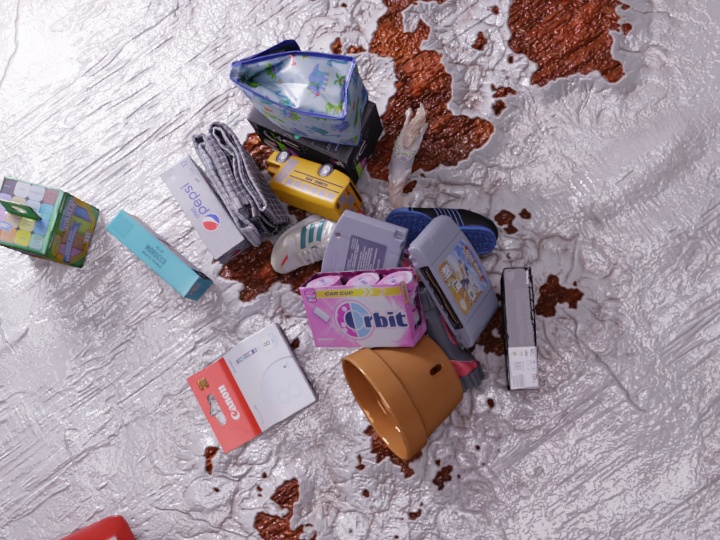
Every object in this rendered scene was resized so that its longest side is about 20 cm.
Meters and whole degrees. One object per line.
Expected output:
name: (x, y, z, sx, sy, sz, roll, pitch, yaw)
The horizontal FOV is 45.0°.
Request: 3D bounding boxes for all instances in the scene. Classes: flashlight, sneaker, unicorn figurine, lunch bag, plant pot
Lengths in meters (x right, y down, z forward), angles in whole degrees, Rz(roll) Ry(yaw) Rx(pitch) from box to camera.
flashlight: (0.148, 0.110, 1.487, 0.068, 0.068, 0.201, -22, 103, 5)
sneaker: (0.145, -0.078, 1.542, 0.199, 0.078, 0.070, 13, 117, 4)
unicorn figurine: (0.080, -0.193, 1.550, 0.074, 0.200, 0.138, 6, 55, 13)
lunch bag: (-0.098, -0.285, 1.403, 0.199, 0.170, 0.128, 8, 83, 10)
sneaker: (-0.072, -0.048, 1.545, 0.199, 0.070, 0.094, -35, 45, 6)
plant pot: (0.079, 0.198, 1.466, 0.140, 0.200, 0.200, -31, 79, -16)

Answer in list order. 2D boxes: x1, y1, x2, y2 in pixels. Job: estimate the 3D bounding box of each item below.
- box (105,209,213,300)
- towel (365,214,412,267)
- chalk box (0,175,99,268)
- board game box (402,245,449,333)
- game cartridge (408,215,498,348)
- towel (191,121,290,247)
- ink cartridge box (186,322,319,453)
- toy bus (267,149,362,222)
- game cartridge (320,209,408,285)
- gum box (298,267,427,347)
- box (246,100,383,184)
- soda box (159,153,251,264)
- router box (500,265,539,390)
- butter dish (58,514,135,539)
box: (-0.369, -0.027, 1.595, 0.200, 0.082, 0.049, 40, 89, 11)
towel: (0.036, 0.027, 1.565, 0.200, 0.032, 0.191, 35, 86, 9)
chalk box: (-0.581, -0.088, 1.568, 0.124, 0.200, 0.124, 14, 84, 9)
board game box: (0.104, 0.028, 1.522, 0.199, 0.039, 0.159, 8, 83, 7)
game cartridge: (0.162, 0.013, 1.463, 0.133, 0.041, 0.200, -45, 110, -41)
towel: (-0.211, -0.153, 1.553, 0.085, 0.166, 0.200, -30, 80, -2)
ink cartridge box: (-0.197, 0.211, 1.558, 0.200, 0.047, 0.160, -30, 80, 0)
toy bus: (-0.090, -0.150, 1.544, 0.200, 0.065, 0.078, 22, 69, 36)
game cartridge: (0.000, 0.000, 1.488, 0.133, 0.041, 0.201, 17, 118, 9)
gum box: (0.010, 0.063, 1.445, 0.199, 0.066, 0.114, -3, 113, 28)
box: (-0.078, -0.262, 1.559, 0.199, 0.149, 0.125, 25, 84, 9)
soda box: (-0.287, -0.112, 1.606, 0.068, 0.063, 0.200, -35, 80, 0)
router box: (0.267, 0.102, 1.467, 0.051, 0.149, 0.201, -3, 82, 7)
butter dish: (-0.474, 0.559, 1.500, 0.199, 0.148, 0.200, -19, 75, -37)
